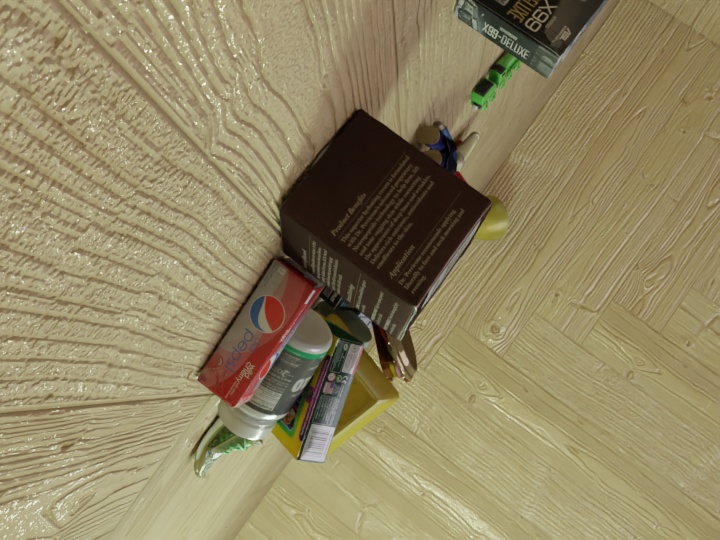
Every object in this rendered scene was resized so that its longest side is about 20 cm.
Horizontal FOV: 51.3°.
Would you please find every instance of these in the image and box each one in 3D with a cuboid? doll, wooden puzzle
[{"bbox_3d":[0.148,-0.206,1.364,0.200,0.048,0.138,-6,92,-70],"label":"doll"},{"bbox_3d":[0.189,-0.226,1.753,0.200,0.037,0.186,-39,164,-46],"label":"wooden puzzle"}]

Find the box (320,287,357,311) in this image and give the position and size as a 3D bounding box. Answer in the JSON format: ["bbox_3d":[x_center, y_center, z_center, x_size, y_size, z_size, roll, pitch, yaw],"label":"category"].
[{"bbox_3d":[0.025,0.002,1.417,0.159,0.050,0.199,-56,153,11],"label":"box"}]

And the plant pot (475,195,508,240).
[{"bbox_3d":[0.529,-0.217,3.288,0.141,0.201,0.201,-17,150,-33],"label":"plant pot"}]

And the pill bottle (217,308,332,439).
[{"bbox_3d":[-0.135,0.153,1.140,0.201,0.113,0.113,-58,171,24],"label":"pill bottle"}]

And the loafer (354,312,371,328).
[{"bbox_3d":[0.021,0.057,1.608,0.201,0.063,0.072,-54,130,-8],"label":"loafer"}]

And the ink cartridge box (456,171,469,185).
[{"bbox_3d":[0.154,-0.118,1.537,0.177,0.044,0.201,-57,-149,23],"label":"ink cartridge box"}]

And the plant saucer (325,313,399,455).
[{"bbox_3d":[-0.063,0.215,1.337,0.199,0.201,0.048,-38,-175,4],"label":"plant saucer"}]

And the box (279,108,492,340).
[{"bbox_3d":[0.026,-0.051,0.928,0.166,0.199,0.164,-51,172,-16],"label":"box"}]

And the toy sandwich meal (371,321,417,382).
[{"bbox_3d":[0.046,0.117,1.366,0.070,0.207,0.205,-19,177,9],"label":"toy sandwich meal"}]

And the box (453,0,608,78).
[{"bbox_3d":[0.244,-0.376,1.016,0.200,0.157,0.050,-50,171,-24],"label":"box"}]

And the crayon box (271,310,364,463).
[{"bbox_3d":[-0.086,0.180,1.215,0.172,0.058,0.202,27,-81,58],"label":"crayon box"}]

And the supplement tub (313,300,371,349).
[{"bbox_3d":[-0.080,0.175,1.439,0.201,0.140,0.140,-57,171,18],"label":"supplement tub"}]

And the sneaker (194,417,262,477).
[{"bbox_3d":[-0.216,0.291,1.311,0.201,0.088,0.077,-55,172,5],"label":"sneaker"}]

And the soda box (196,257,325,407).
[{"bbox_3d":[-0.134,0.083,1.009,0.201,0.070,0.063,-56,172,9],"label":"soda box"}]

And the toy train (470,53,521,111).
[{"bbox_3d":[0.291,-0.411,1.562,0.200,0.041,0.057,-51,161,-22],"label":"toy train"}]
